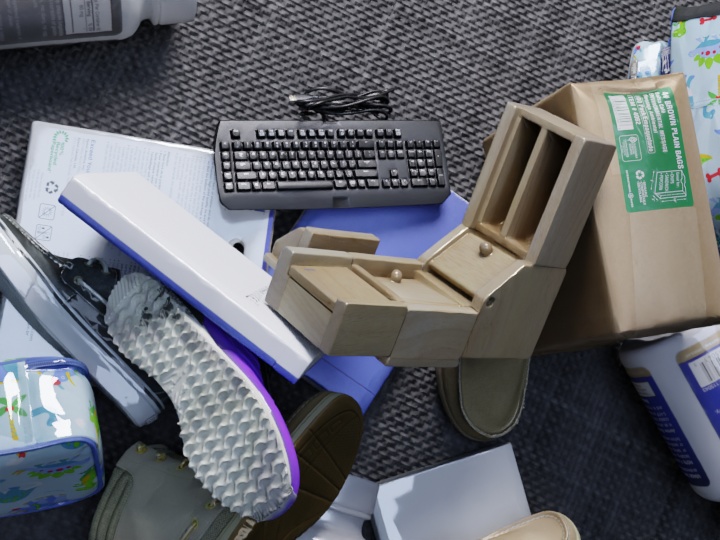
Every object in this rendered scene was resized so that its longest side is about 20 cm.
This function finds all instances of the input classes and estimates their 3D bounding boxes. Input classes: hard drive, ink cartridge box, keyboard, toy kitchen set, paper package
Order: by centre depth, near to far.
[{"bbox_3d":[-0.108,0.000,0.815,0.200,0.132,0.025,37,99,3],"label":"hard drive"},{"bbox_3d":[0.034,-0.048,0.828,0.200,0.163,0.181,4,113,-41],"label":"toy kitchen set"},{"bbox_3d":[-0.173,-0.005,0.901,0.200,0.041,0.200,9,80,-7],"label":"ink cartridge box"},{"bbox_3d":[-0.019,-0.103,0.910,0.200,0.040,0.104,-4,74,-24],"label":"keyboard"},{"bbox_3d":[0.194,-0.038,0.929,0.103,0.191,0.200,-7,84,-18],"label":"paper package"},{"bbox_3d":[0.090,0.258,0.951,0.132,0.027,0.200,-15,88,-15],"label":"hard drive"},{"bbox_3d":[0.000,0.000,0.952,0.132,0.025,0.200,35,76,-8],"label":"hard drive"}]

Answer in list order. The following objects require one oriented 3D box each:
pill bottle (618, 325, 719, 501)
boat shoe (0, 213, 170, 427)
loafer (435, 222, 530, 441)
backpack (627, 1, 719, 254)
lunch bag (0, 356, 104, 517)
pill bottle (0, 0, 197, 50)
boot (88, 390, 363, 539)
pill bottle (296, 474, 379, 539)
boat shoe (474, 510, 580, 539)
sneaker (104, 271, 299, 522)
[{"bbox_3d":[0.320,0.128,0.978,0.120,0.120,0.200,-29,91,-16],"label":"pill bottle"},{"bbox_3d":[-0.205,0.024,0.843,0.071,0.072,0.200,-45,101,-20],"label":"boat shoe"},{"bbox_3d":[0.108,0.050,0.938,0.076,0.067,0.200,-6,104,-21],"label":"loafer"},{"bbox_3d":[0.318,-0.112,0.977,0.183,0.147,0.200,19,72,-42],"label":"backpack"},{"bbox_3d":[-0.285,0.129,0.804,0.200,0.161,0.082,-9,63,-13],"label":"lunch bag"},{"bbox_3d":[-0.232,-0.232,0.884,0.200,0.114,0.114,-9,85,-16],"label":"pill bottle"},{"bbox_3d":[-0.102,0.153,0.840,0.200,0.155,0.072,-54,133,-14],"label":"boot"},{"bbox_3d":[-0.052,0.248,0.871,0.111,0.111,0.200,19,79,-11],"label":"pill bottle"},{"bbox_3d":[0.086,0.248,0.892,0.200,0.072,0.065,-32,132,-11],"label":"boat shoe"},{"bbox_3d":[-0.086,0.080,0.786,0.070,0.100,0.200,-46,63,18],"label":"sneaker"}]
